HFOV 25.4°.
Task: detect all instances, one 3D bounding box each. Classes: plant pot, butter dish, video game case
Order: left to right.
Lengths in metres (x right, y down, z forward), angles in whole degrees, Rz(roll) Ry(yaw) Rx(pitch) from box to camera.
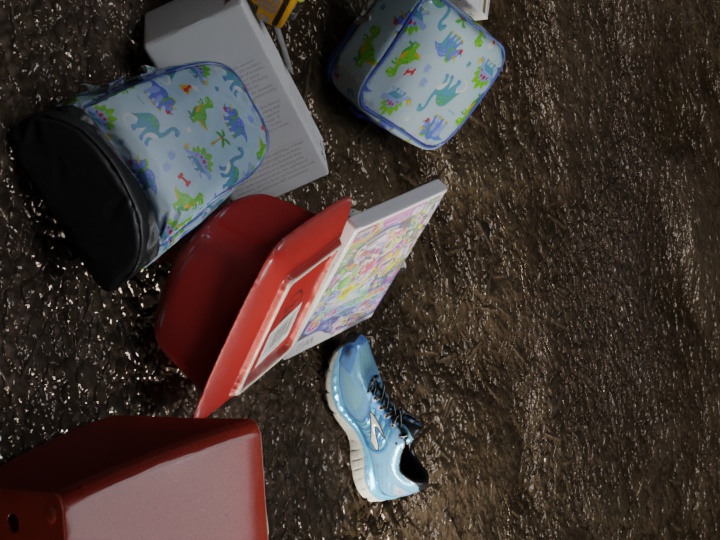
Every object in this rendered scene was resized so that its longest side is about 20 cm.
[{"bbox_3d":[-0.202,0.227,1.268,0.175,0.199,0.202,-4,91,-46],"label":"plant pot"},{"bbox_3d":[-0.122,0.006,1.460,0.201,0.147,0.200,-64,169,25],"label":"butter dish"},{"bbox_3d":[0.000,0.000,1.615,0.018,0.201,0.143,46,43,18],"label":"video game case"}]

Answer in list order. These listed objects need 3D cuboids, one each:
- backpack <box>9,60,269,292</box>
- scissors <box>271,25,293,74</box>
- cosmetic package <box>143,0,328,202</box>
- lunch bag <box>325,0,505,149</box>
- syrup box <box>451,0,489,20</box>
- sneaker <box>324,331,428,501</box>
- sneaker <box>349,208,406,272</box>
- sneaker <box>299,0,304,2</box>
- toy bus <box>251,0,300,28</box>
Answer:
[{"bbox_3d":[-0.174,-0.100,1.376,0.164,0.153,0.200,59,28,-1],"label":"backpack"},{"bbox_3d":[-0.091,-0.271,1.568,0.202,0.014,0.073,66,9,16],"label":"scissors"},{"bbox_3d":[-0.116,-0.165,1.503,0.072,0.101,0.201,-102,167,-55],"label":"cosmetic package"},{"bbox_3d":[0.060,-0.229,1.781,0.161,0.082,0.199,-55,144,8],"label":"lunch bag"},{"bbox_3d":[0.076,-0.365,1.875,0.200,0.078,0.082,29,62,-54],"label":"syrup box"},{"bbox_3d":[0.027,0.155,1.728,0.078,0.089,0.202,-46,124,-50],"label":"sneaker"},{"bbox_3d":[-0.025,-0.022,1.698,0.199,0.073,0.081,-9,80,-63],"label":"sneaker"},{"bbox_3d":[-0.078,-0.370,1.599,0.074,0.080,0.201,-90,155,-59],"label":"sneaker"},{"bbox_3d":[-0.056,-0.320,1.492,0.078,0.065,0.201,31,52,-6],"label":"toy bus"}]
